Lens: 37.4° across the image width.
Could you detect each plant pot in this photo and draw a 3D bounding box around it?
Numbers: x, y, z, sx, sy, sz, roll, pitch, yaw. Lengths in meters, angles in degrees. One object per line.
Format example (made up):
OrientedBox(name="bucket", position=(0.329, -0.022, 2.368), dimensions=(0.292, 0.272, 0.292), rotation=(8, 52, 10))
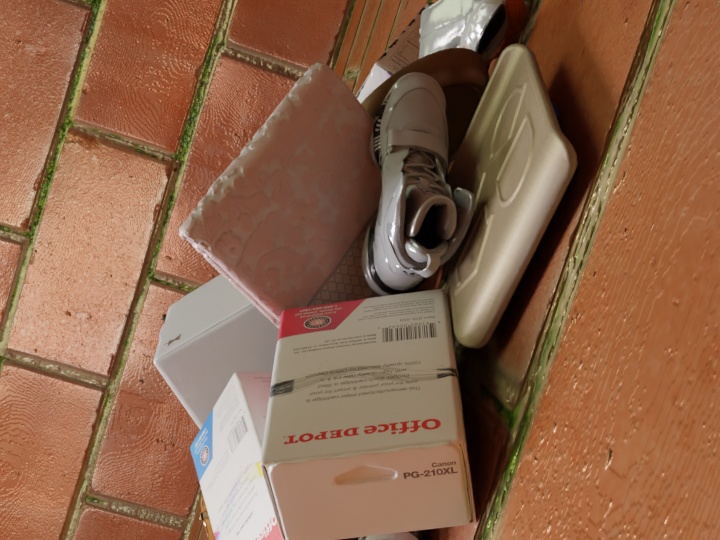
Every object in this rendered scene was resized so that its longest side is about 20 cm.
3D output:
OrientedBox(name="plant pot", position=(0.054, -0.133, 1.052), dimensions=(0.028, 0.199, 0.201), rotation=(52, 140, 24))

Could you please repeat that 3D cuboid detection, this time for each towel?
OrientedBox(name="towel", position=(-0.034, -0.047, 0.937), dimensions=(0.200, 0.191, 0.032), rotation=(-54, 26, -20))

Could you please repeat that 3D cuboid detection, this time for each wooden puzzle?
OrientedBox(name="wooden puzzle", position=(0.119, -0.062, 0.854), dimensions=(0.200, 0.046, 0.186), rotation=(-96, 24, -57))

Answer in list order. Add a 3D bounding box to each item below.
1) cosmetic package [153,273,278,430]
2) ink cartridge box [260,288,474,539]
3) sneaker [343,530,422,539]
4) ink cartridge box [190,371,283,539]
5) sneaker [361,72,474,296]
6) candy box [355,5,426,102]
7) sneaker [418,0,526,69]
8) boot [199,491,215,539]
OrientedBox(name="cosmetic package", position=(-0.103, 0.108, 1.190), dimensions=(0.166, 0.201, 0.168), rotation=(-30, 18, 6))
OrientedBox(name="ink cartridge box", position=(0.007, 0.108, 0.829), dimensions=(0.200, 0.144, 0.085), rotation=(-89, -10, -59))
OrientedBox(name="sneaker", position=(0.004, 0.243, 0.912), dimensions=(0.200, 0.066, 0.091), rotation=(-55, 15, 46))
OrientedBox(name="ink cartridge box", position=(-0.075, 0.200, 0.913), dimensions=(0.116, 0.067, 0.201), rotation=(-56, 43, 36))
OrientedBox(name="sneaker", position=(0.053, -0.080, 0.894), dimensions=(0.115, 0.075, 0.202), rotation=(157, 123, -72))
OrientedBox(name="candy box", position=(0.035, -0.198, 1.260), dimensions=(0.168, 0.071, 0.200), rotation=(-54, 3, 37))
OrientedBox(name="sneaker", position=(0.088, -0.222, 1.090), dimensions=(0.092, 0.075, 0.200), rotation=(53, 128, 25))
OrientedBox(name="boot", position=(-0.124, 0.279, 1.058), dimensions=(0.155, 0.073, 0.201), rotation=(125, 147, -61))
